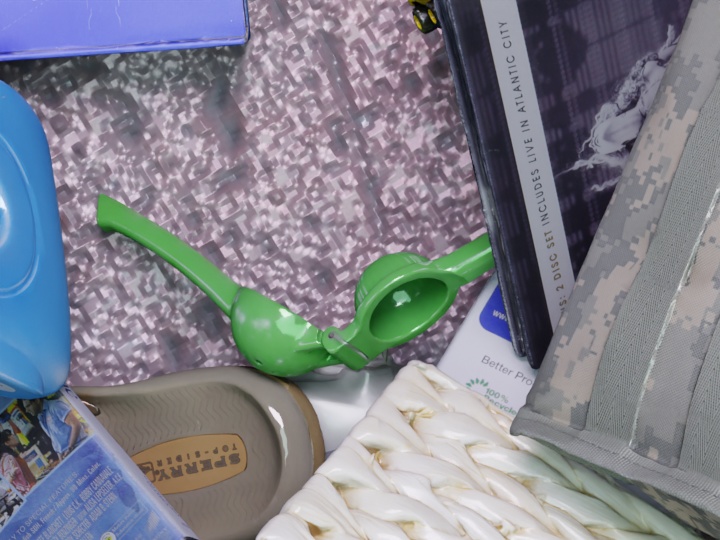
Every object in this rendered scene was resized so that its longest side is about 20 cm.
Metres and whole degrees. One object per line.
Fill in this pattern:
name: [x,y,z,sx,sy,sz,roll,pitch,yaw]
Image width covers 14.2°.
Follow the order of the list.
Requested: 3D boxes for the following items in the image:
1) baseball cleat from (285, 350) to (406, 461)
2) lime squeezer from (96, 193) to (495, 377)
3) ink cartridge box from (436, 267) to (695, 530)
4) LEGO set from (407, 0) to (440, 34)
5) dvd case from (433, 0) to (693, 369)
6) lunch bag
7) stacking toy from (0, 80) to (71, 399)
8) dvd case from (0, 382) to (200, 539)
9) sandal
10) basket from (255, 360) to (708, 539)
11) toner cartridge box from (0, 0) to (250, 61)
baseball cleat: [0.055,0.081,0.982,0.200,0.070,0.107,8,102,8]
lime squeezer: [0.000,0.000,0.938,0.200,0.071,0.038,-7,139,27]
ink cartridge box: [0.104,-0.006,0.949,0.095,0.037,0.200,26,69,13]
LEGO set: [0.079,-0.173,0.910,0.200,0.154,0.116,-30,95,-1]
dvd case: [0.123,-0.068,0.885,0.200,0.016,0.149,-27,131,-13]
lunch bag: [0.161,0.013,0.792,0.118,0.200,0.164,24,89,-41]
stacking toy: [-0.198,0.010,0.923,0.200,0.116,0.110,-20,64,28]
dvd case: [-0.160,0.071,0.945,0.143,0.018,0.200,-46,64,5]
sandal: [-0.108,0.080,0.962,0.200,0.054,0.080,-17,90,21]
basket: [0.048,0.142,0.874,0.200,0.123,0.136,33,139,6]
toner cartridge box: [-0.090,-0.172,0.958,0.095,0.043,0.200,-3,96,-1]
